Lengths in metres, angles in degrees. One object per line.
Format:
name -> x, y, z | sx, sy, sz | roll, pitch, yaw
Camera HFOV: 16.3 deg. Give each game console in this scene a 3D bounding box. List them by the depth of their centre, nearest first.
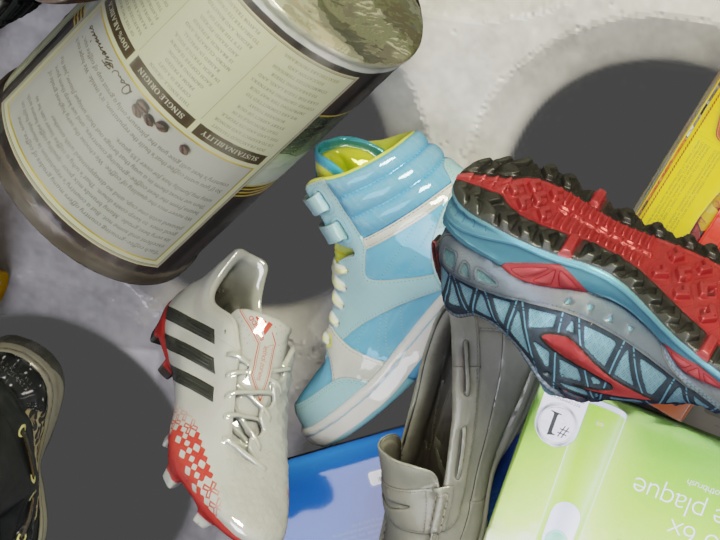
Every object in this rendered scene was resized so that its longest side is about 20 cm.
game console -> 0.059, 0.163, 1.454 | 0.200, 0.118, 0.171 | -17, 92, 13

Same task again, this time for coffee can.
coffee can -> -0.085, -0.107, 1.342 | 0.146, 0.146, 0.200 | 46, 122, -6

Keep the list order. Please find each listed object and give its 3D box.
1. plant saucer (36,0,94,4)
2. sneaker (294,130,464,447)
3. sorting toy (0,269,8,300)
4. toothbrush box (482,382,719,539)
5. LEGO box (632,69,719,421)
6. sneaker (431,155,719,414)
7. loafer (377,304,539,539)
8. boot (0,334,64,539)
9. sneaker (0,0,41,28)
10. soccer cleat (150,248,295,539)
plant saucer -> -0.103, -0.217, 1.282 | 0.034, 0.201, 0.200 | 31, 126, -29
sneaker -> 0.000, 0.000, 1.409 | 0.131, 0.080, 0.200 | 43, 119, 0
sorting toy -> -0.326, 0.018, 1.527 | 0.180, 0.107, 0.200 | 33, 109, 17
toothbrush box -> 0.138, 0.156, 1.323 | 0.145, 0.086, 0.200 | 22, 109, 10
LEGO box -> 0.193, -0.048, 1.267 | 0.077, 0.149, 0.200 | 31, 122, 4
sneaker -> 0.125, 0.026, 1.208 | 0.200, 0.079, 0.096 | 32, 132, 14
loafer -> 0.036, 0.109, 1.348 | 0.070, 0.070, 0.200 | 14, 99, -30
boot -> -0.248, 0.155, 1.529 | 0.073, 0.154, 0.204 | 21, 122, 10
sneaker -> -0.252, -0.148, 1.437 | 0.200, 0.076, 0.091 | -41, 87, 25
soccer cleat -> -0.068, 0.070, 1.408 | 0.069, 0.200, 0.085 | 27, 119, -31
